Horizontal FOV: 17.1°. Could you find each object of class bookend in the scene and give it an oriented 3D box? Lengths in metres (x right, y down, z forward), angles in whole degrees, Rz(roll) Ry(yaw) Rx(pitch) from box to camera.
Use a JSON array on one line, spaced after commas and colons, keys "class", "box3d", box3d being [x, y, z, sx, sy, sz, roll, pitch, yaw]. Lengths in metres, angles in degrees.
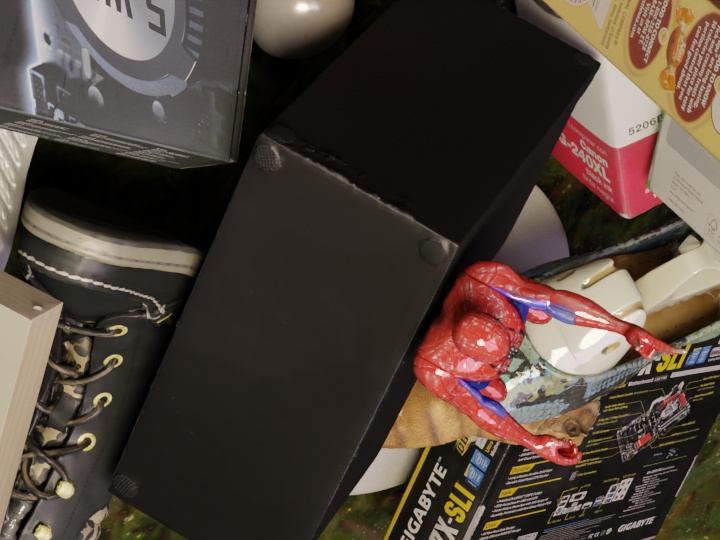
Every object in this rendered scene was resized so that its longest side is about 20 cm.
[{"class": "bookend", "box3d": [0.000, 0.000, 1.053, 0.200, 0.092, 0.199, -50, 168, -55]}]

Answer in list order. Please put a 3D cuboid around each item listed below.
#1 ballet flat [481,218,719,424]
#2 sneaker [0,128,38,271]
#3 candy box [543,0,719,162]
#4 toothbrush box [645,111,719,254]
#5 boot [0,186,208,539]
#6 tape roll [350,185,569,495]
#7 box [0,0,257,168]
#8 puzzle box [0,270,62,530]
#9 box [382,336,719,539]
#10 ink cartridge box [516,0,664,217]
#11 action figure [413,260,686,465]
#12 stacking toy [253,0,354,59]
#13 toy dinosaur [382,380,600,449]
[{"class": "ballet flat", "box3d": [0.127, 0.012, 1.120, 0.200, 0.074, 0.074, -24, 132, -30]}, {"class": "sneaker", "box3d": [-0.170, -0.080, 0.999, 0.074, 0.082, 0.200, 26, 82, -38]}, {"class": "candy box", "box3d": [0.169, -0.090, 0.974, 0.115, 0.200, 0.055, 1, 121, -29]}, {"class": "toothbrush box", "box3d": [0.256, -0.050, 1.097, 0.200, 0.146, 0.086, -8, 126, -28]}, {"class": "boot", "box3d": [-0.122, 0.050, 1.025, 0.204, 0.073, 0.154, 44, 69, -83]}, {"class": "tape roll", "box3d": [0.012, 0.023, 1.201, 0.202, 0.037, 0.203, -16, 127, -23]}, {"class": "box", "box3d": [-0.131, -0.137, 0.943, 0.200, 0.043, 0.161, 13, 80, -37]}, {"class": "puzzle box", "box3d": [-0.221, 0.029, 0.964, 0.025, 0.200, 0.133, -35, 148, -59]}, {"class": "box", "box3d": [0.117, 0.081, 1.262, 0.200, 0.049, 0.160, -7, 126, -48]}, {"class": "ink cartridge box", "box3d": [0.151, -0.148, 1.127, 0.145, 0.083, 0.200, -26, 133, -14]}, {"class": "action figure", "box3d": [0.075, 0.039, 0.979, 0.065, 0.099, 0.200, -62, 171, 1]}, {"class": "stacking toy", "box3d": [0.003, -0.169, 1.024, 0.146, 0.146, 0.200, 9, 133, -36]}, {"class": "toy dinosaur", "box3d": [0.012, 0.063, 1.152, 0.200, 0.106, 0.060, -9, 165, 24]}]
